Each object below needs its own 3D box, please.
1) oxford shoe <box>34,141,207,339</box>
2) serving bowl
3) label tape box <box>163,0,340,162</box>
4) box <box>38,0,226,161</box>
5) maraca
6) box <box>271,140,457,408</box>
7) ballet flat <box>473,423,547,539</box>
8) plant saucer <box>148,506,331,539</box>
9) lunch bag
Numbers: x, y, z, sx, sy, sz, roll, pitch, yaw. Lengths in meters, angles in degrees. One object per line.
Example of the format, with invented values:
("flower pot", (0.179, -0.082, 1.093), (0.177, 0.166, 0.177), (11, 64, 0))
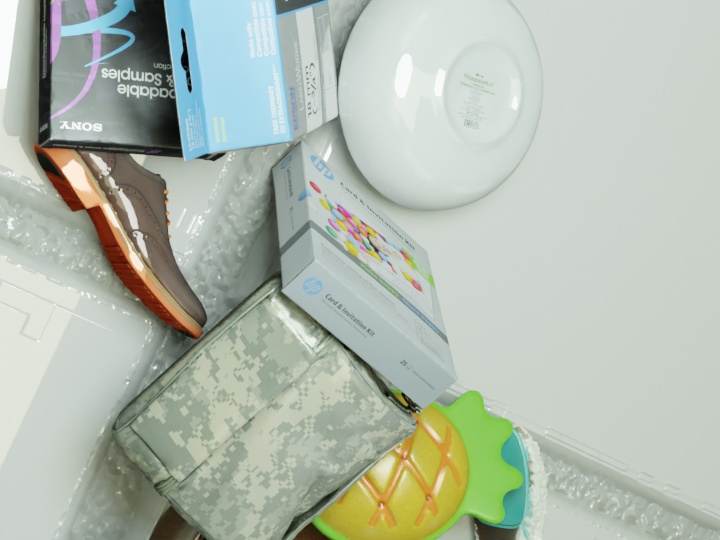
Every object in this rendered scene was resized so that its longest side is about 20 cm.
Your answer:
("oxford shoe", (-0.168, -0.035, 1.407), (0.072, 0.071, 0.200), (-39, 111, -18))
("serving bowl", (0.080, -0.146, 1.476), (0.199, 0.066, 0.201), (-7, 101, -35))
("label tape box", (-0.078, -0.169, 1.358), (0.063, 0.200, 0.145), (-3, 103, 17))
("box", (-0.171, -0.188, 1.373), (0.142, 0.036, 0.201), (2, 84, -24))
("maraca", (0.040, 0.164, 1.504), (0.199, 0.107, 0.138), (-5, 78, -19))
("box", (0.000, 0.000, 1.417), (0.041, 0.200, 0.156), (-42, 114, 16))
("ballet flat", (0.136, 0.227, 1.593), (0.071, 0.072, 0.201), (-2, 101, -23))
("plant saucer", (-0.086, 0.261, 1.511), (0.199, 0.032, 0.201), (-3, 99, -23))
("lunch bag", (-0.073, 0.120, 1.403), (0.200, 0.139, 0.168), (-41, 93, 2))
